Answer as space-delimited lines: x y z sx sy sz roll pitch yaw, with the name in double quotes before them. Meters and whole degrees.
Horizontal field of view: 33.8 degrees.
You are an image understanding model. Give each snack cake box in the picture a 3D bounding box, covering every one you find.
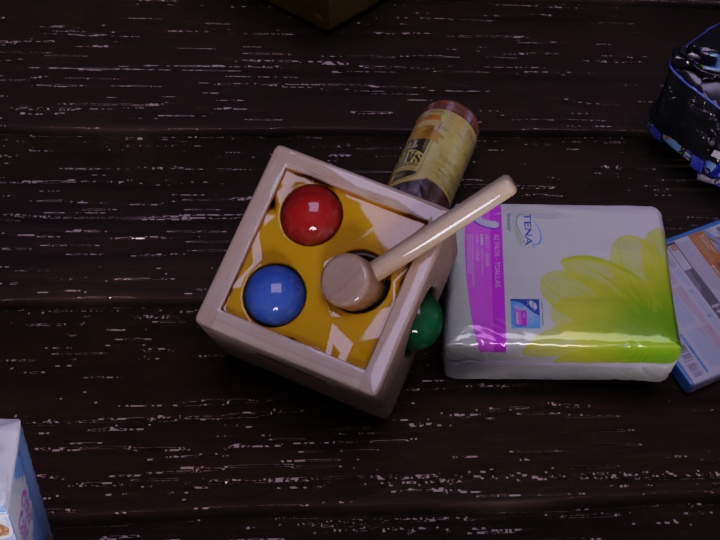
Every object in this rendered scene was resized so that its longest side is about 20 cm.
"snack cake box" -0.275 0.176 0.796 0.113 0.201 0.068 1 54 -6

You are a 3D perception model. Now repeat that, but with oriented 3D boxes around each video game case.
"video game case" 0.343 0.020 1.094 0.198 0.018 0.144 -18 58 -18

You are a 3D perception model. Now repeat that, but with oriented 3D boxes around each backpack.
"backpack" 0.405 -0.151 1.151 0.182 0.135 0.200 -36 65 -28

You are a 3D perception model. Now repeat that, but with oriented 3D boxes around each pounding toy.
"pounding toy" 0.000 0.000 0.941 0.198 0.142 0.186 21 77 13

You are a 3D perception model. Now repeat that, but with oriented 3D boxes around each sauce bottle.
"sauce bottle" 0.055 -0.071 1.096 0.065 0.066 0.201 19 53 7

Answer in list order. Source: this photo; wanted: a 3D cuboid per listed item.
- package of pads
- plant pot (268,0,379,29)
"package of pads" 0.171 0.016 1.037 0.197 0.069 0.156 1 54 3
"plant pot" -0.043 -0.378 1.237 0.199 0.201 0.177 29 67 14
